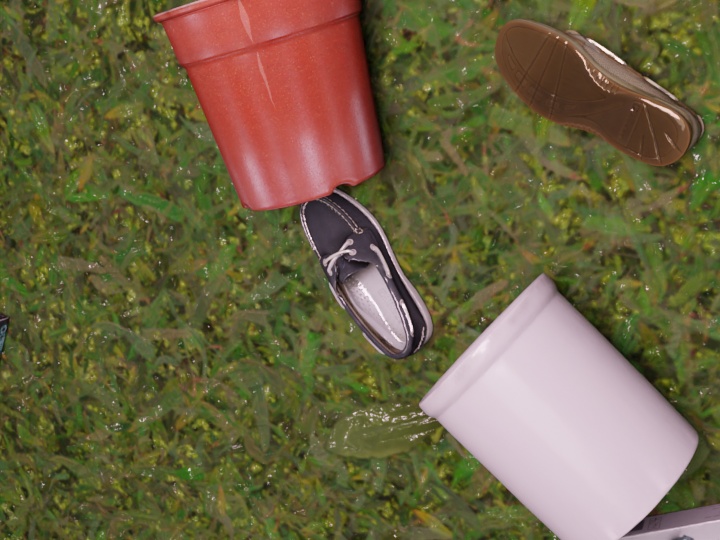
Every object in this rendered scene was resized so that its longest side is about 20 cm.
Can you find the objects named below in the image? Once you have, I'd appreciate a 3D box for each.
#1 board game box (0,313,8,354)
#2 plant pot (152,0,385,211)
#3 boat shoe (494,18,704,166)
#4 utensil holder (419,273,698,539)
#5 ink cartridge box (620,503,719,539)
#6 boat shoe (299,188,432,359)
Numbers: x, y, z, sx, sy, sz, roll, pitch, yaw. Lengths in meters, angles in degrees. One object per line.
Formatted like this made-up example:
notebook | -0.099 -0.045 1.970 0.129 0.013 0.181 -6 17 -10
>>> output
board game box | -0.546 0.079 1.301 0.199 0.028 0.136 26 111 16
plant pot | -0.071 -0.172 0.960 0.199 0.201 0.197 -9 107 24
boat shoe | 0.212 -0.165 0.910 0.200 0.063 0.074 32 125 21
utensil holder | 0.180 0.133 0.926 0.200 0.170 0.170 45 115 6
ink cartridge box | 0.338 0.316 0.969 0.198 0.043 0.175 -18 93 26
boat shoe | 0.000 0.000 1.030 0.076 0.060 0.200 -43 84 25
